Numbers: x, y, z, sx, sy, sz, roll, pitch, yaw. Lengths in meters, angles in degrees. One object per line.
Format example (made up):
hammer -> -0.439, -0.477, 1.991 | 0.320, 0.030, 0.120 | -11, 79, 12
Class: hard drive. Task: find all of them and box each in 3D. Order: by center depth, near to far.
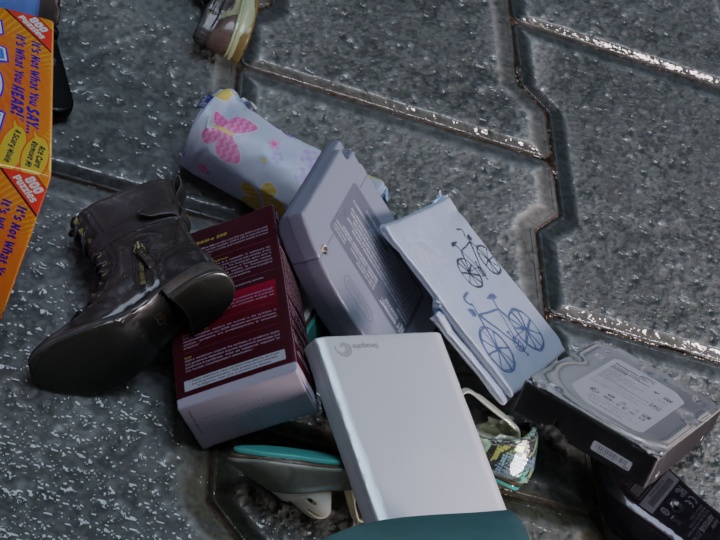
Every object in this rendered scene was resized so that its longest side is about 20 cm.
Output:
hard drive -> 0.042, 0.144, 1.518 | 0.131, 0.027, 0.201 | -1, 58, -35
hard drive -> 0.237, 0.125, 1.683 | 0.139, 0.038, 0.200 | 31, 20, 20

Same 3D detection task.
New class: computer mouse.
computer mouse -> 0.277, 0.238, 1.631 | 0.200, 0.053, 0.138 | 42, 37, 16

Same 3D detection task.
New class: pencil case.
pencil case -> -0.074, -0.093, 1.766 | 0.199, 0.083, 0.091 | 32, 50, 4

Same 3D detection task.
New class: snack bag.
snack bag -> 0.102, 0.022, 1.712 | 0.200, 0.021, 0.188 | 53, 24, 4

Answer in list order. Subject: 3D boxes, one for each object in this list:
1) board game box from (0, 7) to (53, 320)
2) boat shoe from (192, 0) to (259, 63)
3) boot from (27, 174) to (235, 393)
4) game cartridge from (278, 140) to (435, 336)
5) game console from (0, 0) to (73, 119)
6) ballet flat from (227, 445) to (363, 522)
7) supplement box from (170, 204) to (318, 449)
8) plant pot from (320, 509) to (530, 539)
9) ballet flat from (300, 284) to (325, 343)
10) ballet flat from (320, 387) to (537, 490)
board game box -> -0.371, -0.090, 1.500 | 0.199, 0.200, 0.201 | 12, 41, -20
boat shoe -> -0.143, -0.304, 1.966 | 0.066, 0.072, 0.202 | 19, 44, -18
boot -> -0.212, 0.007, 1.580 | 0.199, 0.069, 0.174 | -27, 43, -13
game cartridge -> 0.000, 0.000, 1.657 | 0.200, 0.040, 0.134 | 58, 34, -25
game console -> -0.365, -0.245, 1.738 | 0.199, 0.119, 0.173 | 3, 45, -27
ballet flat -> -0.016, 0.176, 1.525 | 0.199, 0.064, 0.067 | 2, 1, -28
supplement box -> -0.104, 0.045, 1.579 | 0.108, 0.061, 0.201 | -18, 46, 8
plant pot -> 0.029, 0.272, 1.351 | 0.160, 0.201, 0.201 | 4, 43, -10
ballet flat -> -0.048, 0.025, 1.677 | 0.069, 0.070, 0.200 | 32, 40, 6
ballet flat -> 0.065, 0.127, 1.614 | 0.199, 0.074, 0.074 | 21, 39, -14
